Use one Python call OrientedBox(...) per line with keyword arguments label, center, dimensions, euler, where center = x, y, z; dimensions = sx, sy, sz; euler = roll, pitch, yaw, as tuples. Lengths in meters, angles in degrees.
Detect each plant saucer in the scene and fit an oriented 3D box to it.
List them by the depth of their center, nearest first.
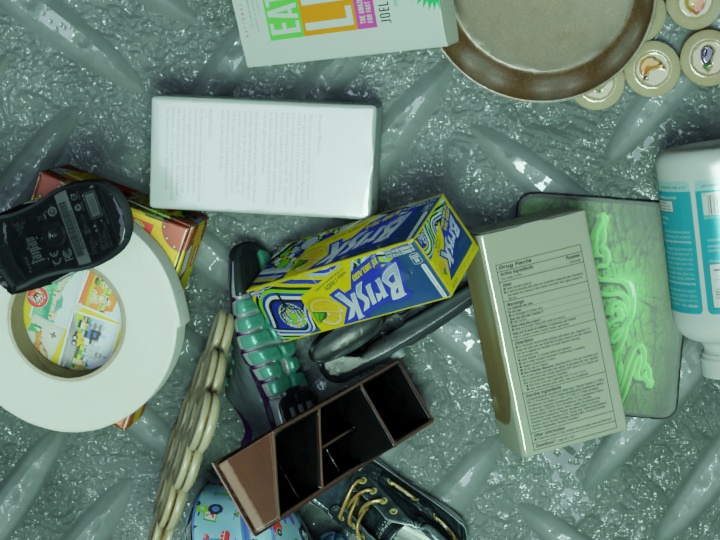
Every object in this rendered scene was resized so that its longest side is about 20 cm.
OrientedBox(label="plant saucer", center=(0.153, -0.241, 1.331), dimensions=(0.199, 0.035, 0.201), euler=(6, 120, 11))

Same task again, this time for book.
OrientedBox(label="book", center=(-0.018, -0.251, 1.347), dimensions=(0.199, 0.048, 0.134), euler=(-3, 104, 29))

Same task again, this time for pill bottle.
OrientedBox(label="pill bottle", center=(0.318, -0.011, 1.344), dimensions=(0.110, 0.111, 0.201), euler=(-6, 98, 7))

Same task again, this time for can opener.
OrientedBox(label="can opener", center=(0.046, 0.040, 1.410), dimensions=(0.200, 0.079, 0.064), euler=(-27, 103, -3))

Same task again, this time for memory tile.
OrientedBox(label="memory tile", center=(0.267, -0.231, 1.365), dimensions=(0.199, 0.017, 0.154), euler=(-13, 97, 8))
OrientedBox(label="memory tile", center=(-0.149, 0.147, 1.368), dimensions=(0.017, 0.154, 0.200), euler=(17, 128, -10))

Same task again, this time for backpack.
OrientedBox(label="backpack", center=(-0.079, 0.279, 1.399), dimensions=(0.134, 0.183, 0.201), euler=(-14, 93, 8))

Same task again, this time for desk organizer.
OrientedBox(label="desk organizer", center=(-0.027, 0.149, 1.348), dimensions=(0.077, 0.200, 0.072), euler=(-34, 85, 37))

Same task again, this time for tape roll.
OrientedBox(label="tape roll", center=(-0.253, 0.042, 1.375), dimensions=(0.202, 0.037, 0.204), euler=(1, 98, 7))

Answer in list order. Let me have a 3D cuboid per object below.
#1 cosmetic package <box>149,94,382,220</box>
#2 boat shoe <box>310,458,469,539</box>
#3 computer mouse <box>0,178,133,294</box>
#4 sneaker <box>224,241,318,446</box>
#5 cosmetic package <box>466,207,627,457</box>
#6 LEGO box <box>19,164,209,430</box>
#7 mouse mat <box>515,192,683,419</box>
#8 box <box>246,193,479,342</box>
OrientedBox(label="cosmetic package", center=(-0.083, -0.104, 1.395), dimensions=(0.199, 0.071, 0.102), euler=(4, 99, 6))
OrientedBox(label="boat shoe", center=(0.009, 0.215, 1.423), dimensions=(0.200, 0.091, 0.071), euler=(28, 100, 2))
OrientedBox(label="computer mouse", center=(-0.290, -0.047, 1.331), dimensions=(0.199, 0.046, 0.141), euler=(-25, 89, 14))
OrientedBox(label="sneaker", center=(-0.103, 0.078, 1.429), dimensions=(0.087, 0.074, 0.201), euler=(-18, 83, 37))
OrientedBox(label="cosmetic package", center=(0.159, 0.052, 1.373), dimensions=(0.105, 0.071, 0.201), euler=(-12, 97, -12))
OrientedBox(label="LEGO box", center=(-0.244, 0.023, 1.429), dimensions=(0.148, 0.077, 0.201), euler=(21, 100, 3))
OrientedBox(label="mouse mat", center=(0.215, 0.033, 1.416), dimensions=(0.160, 0.008, 0.201), euler=(4, 100, 6))
OrientedBox(label="box", center=(0.000, 0.000, 1.351), dimensions=(0.200, 0.070, 0.064), euler=(-17, 118, 40))
